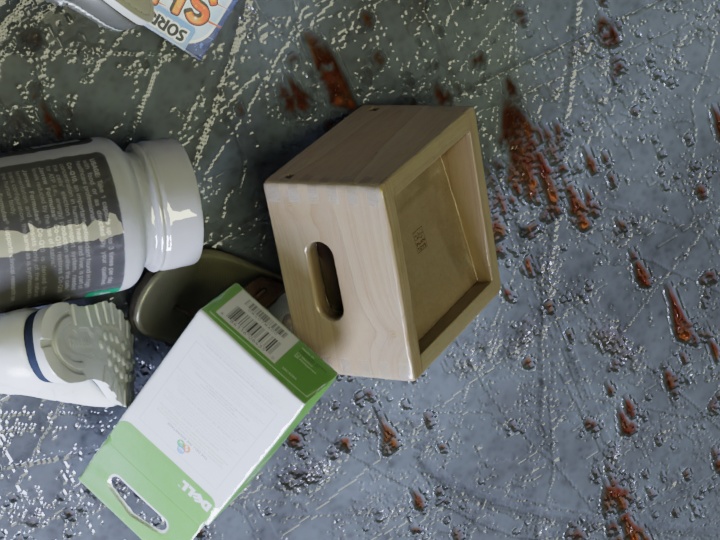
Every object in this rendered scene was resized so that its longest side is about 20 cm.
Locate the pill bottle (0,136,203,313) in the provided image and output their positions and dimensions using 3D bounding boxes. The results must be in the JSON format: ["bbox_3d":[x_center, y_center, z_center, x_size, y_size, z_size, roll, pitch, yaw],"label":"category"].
[{"bbox_3d":[-0.220,-0.033,1.395,0.199,0.113,0.114,-11,113,-20],"label":"pill bottle"}]

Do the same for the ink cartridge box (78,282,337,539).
[{"bbox_3d":[-0.116,0.117,1.458,0.104,0.059,0.200,41,122,5],"label":"ink cartridge box"}]

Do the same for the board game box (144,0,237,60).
[{"bbox_3d":[-0.161,-0.257,1.384,0.200,0.034,0.136,30,94,-30],"label":"board game box"}]

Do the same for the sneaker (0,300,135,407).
[{"bbox_3d":[-0.223,0.063,1.422,0.080,0.200,0.077,-13,75,13],"label":"sneaker"}]

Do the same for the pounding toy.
[{"bbox_3d":[0.000,0.000,1.482,0.184,0.142,0.201,-42,129,-51],"label":"pounding toy"}]

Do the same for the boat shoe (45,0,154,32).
[{"bbox_3d":[-0.220,-0.221,1.313,0.060,0.072,0.202,-32,135,22],"label":"boat shoe"}]

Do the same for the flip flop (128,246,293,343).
[{"bbox_3d":[-0.084,0.038,1.515,0.199,0.058,0.081,18,102,-31],"label":"flip flop"}]
